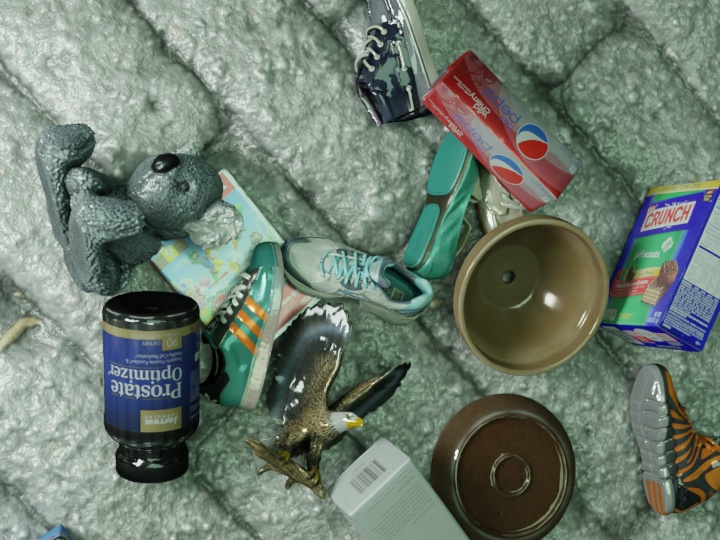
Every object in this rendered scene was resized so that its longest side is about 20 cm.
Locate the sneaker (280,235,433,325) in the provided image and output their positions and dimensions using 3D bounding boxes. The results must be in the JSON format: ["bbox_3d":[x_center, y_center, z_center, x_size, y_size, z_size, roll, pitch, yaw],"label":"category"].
[{"bbox_3d":[0.000,0.000,1.440,0.198,0.086,0.079,19,70,-17],"label":"sneaker"}]

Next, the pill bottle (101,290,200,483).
[{"bbox_3d":[-0.238,0.133,1.360,0.110,0.112,0.203,-2,105,-13],"label":"pill bottle"}]

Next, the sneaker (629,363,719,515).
[{"bbox_3d":[0.421,0.211,1.557,0.111,0.077,0.203,-12,102,-18],"label":"sneaker"}]

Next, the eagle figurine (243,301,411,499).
[{"bbox_3d":[-0.041,0.163,1.417,0.149,0.152,0.201,15,60,16],"label":"eagle figurine"}]

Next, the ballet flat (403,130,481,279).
[{"bbox_3d":[0.114,-0.081,1.497,0.070,0.067,0.202,24,82,-36],"label":"ballet flat"}]

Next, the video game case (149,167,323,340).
[{"bbox_3d":[-0.155,-0.002,1.445,0.143,0.017,0.201,-41,97,-11],"label":"video game case"}]

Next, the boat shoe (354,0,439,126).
[{"bbox_3d":[0.028,-0.275,1.467,0.092,0.075,0.202,-25,95,-21],"label":"boat shoe"}]

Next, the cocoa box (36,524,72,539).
[{"bbox_3d":[-0.381,0.401,1.320,0.199,0.131,0.134,-34,96,-12],"label":"cocoa box"}]

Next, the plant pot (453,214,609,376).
[{"bbox_3d":[0.199,0.020,1.478,0.198,0.093,0.203,-6,111,-15],"label":"plant pot"}]

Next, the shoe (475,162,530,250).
[{"bbox_3d":[0.184,-0.124,1.513,0.069,0.053,0.203,-1,89,-13],"label":"shoe"}]

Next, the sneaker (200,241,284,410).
[{"bbox_3d":[-0.142,0.060,1.401,0.079,0.071,0.203,12,87,-17],"label":"sneaker"}]

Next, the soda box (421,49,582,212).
[{"bbox_3d":[0.170,-0.167,1.444,0.200,0.070,0.064,44,67,-8],"label":"soda box"}]

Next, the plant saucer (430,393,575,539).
[{"bbox_3d":[0.188,0.259,1.513,0.198,0.034,0.203,1,87,-14],"label":"plant saucer"}]

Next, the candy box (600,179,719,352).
[{"bbox_3d":[0.397,-0.007,1.502,0.076,0.169,0.202,28,81,-15],"label":"candy box"}]

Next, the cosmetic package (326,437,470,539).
[{"bbox_3d":[0.056,0.309,1.430,0.101,0.074,0.201,-40,119,-12],"label":"cosmetic package"}]

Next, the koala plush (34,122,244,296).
[{"bbox_3d":[-0.245,-0.075,1.358,0.198,0.185,0.178,-22,54,-23],"label":"koala plush"}]
